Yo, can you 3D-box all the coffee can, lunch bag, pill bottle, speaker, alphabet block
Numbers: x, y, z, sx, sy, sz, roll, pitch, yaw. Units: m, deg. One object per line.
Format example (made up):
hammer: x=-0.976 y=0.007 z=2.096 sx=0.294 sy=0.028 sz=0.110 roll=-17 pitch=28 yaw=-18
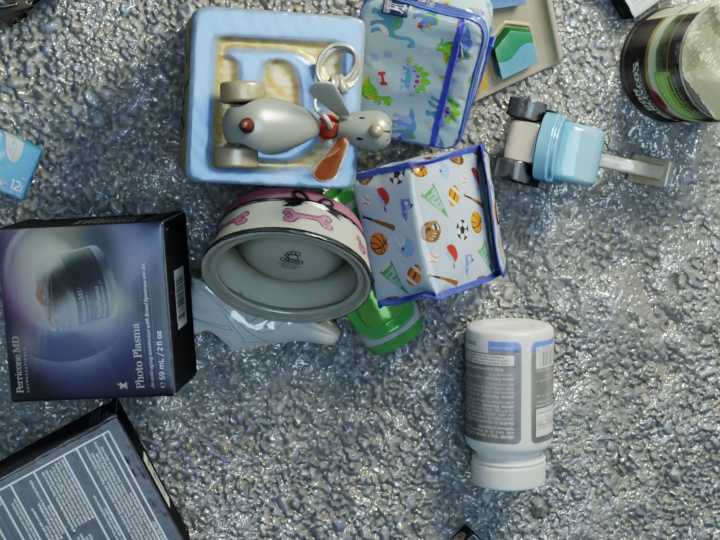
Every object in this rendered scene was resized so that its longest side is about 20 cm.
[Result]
coffee can: x=0.419 y=-0.254 z=1.672 sx=0.144 sy=0.200 sz=0.149 roll=-1 pitch=97 yaw=-10
lunch bag: x=0.103 y=-0.060 z=1.660 sx=0.199 sy=0.123 sz=0.172 roll=-15 pitch=97 yaw=-49
lunch bag: x=0.069 y=-0.245 z=1.614 sx=0.159 sy=0.083 sz=0.201 roll=15 pitch=132 yaw=0
pill bottle: x=0.187 y=0.167 z=1.726 sx=0.112 sy=0.114 sz=0.203 roll=-1 pitch=97 yaw=-10
speaker: x=0.000 y=0.000 z=1.688 sx=0.088 sy=0.088 sz=0.202 roll=-30 pitch=101 yaw=-5
alphabet block: x=-0.108 y=-0.197 z=1.587 sx=0.194 sy=0.200 sz=0.198 roll=4 pitch=97 yaw=-10

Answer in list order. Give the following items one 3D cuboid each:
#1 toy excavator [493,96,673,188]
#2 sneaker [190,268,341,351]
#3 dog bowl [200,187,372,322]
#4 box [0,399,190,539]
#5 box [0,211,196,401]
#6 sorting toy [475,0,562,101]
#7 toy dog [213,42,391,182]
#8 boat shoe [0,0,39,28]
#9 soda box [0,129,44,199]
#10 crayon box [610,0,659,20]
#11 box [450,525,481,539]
toy excavator: x=0.282 y=-0.139 z=1.705 sx=0.198 sy=0.194 sz=0.101 roll=15 pitch=95 yaw=17
sneaker: x=-0.122 y=0.061 z=1.689 sx=0.198 sy=0.071 sz=0.081 roll=17 pitch=108 yaw=-8
dog bowl: x=-0.081 y=-0.020 z=1.574 sx=0.197 sy=0.201 sz=0.075 roll=13 pitch=58 yaw=-11
box: x=-0.333 y=0.293 z=1.644 sx=0.197 sy=0.123 sz=0.202 roll=-27 pitch=99 yaw=-7
box: x=-0.304 y=0.041 z=1.592 sx=0.195 sy=0.123 sz=0.203 roll=-3 pitch=97 yaw=6
sorting toy: x=0.143 y=-0.292 z=1.667 sx=0.198 sy=0.037 sz=0.187 roll=-23 pitch=125 yaw=-5
toy dog: x=-0.065 y=-0.155 z=1.448 sx=0.198 sy=0.096 sz=0.133 roll=-20 pitch=100 yaw=-7
boat shoe: x=-0.413 y=-0.315 z=1.589 sx=0.198 sy=0.072 sz=0.067 roll=-6 pitch=108 yaw=-9
soda box: x=-0.473 y=-0.151 z=1.594 sx=0.198 sy=0.068 sz=0.065 roll=22 pitch=93 yaw=-12
crayon box: x=0.383 y=-0.424 z=1.721 sx=0.199 sy=0.052 sz=0.126 roll=-35 pitch=101 yaw=-4
box: x=0.154 y=0.460 z=1.791 sx=0.200 sy=0.044 sz=0.160 roll=44 pitch=88 yaw=-12
